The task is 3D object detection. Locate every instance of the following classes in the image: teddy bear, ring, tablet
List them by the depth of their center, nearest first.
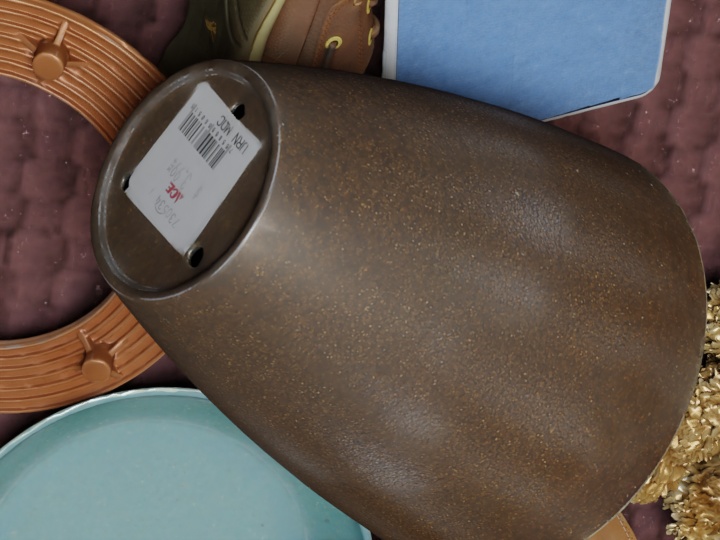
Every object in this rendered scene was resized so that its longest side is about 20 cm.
[{"bbox_3d":[0.070,-0.129,0.944,0.130,0.014,0.200,-15,141,-14],"label":"tablet"},{"bbox_3d":[-0.155,-0.021,0.945,0.200,0.019,0.201,1,124,2],"label":"ring"},{"bbox_3d":[0.201,0.050,1.060,0.200,0.067,0.145,-28,114,-2],"label":"teddy bear"}]

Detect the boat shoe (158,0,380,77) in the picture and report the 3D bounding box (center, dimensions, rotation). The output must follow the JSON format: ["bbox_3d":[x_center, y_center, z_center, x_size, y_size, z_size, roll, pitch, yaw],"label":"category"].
[{"bbox_3d":[-0.028,-0.106,0.946,0.067,0.072,0.200,1,127,-32],"label":"boat shoe"}]

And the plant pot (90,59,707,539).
[{"bbox_3d":[0.000,0.000,0.899,0.200,0.187,0.187,29,101,-44],"label":"plant pot"}]

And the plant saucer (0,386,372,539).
[{"bbox_3d":[-0.094,0.140,1.039,0.200,0.036,0.200,-4,108,-11],"label":"plant saucer"}]

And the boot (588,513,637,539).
[{"bbox_3d":[0.074,0.199,1.044,0.155,0.077,0.200,-18,85,-32],"label":"boot"}]
